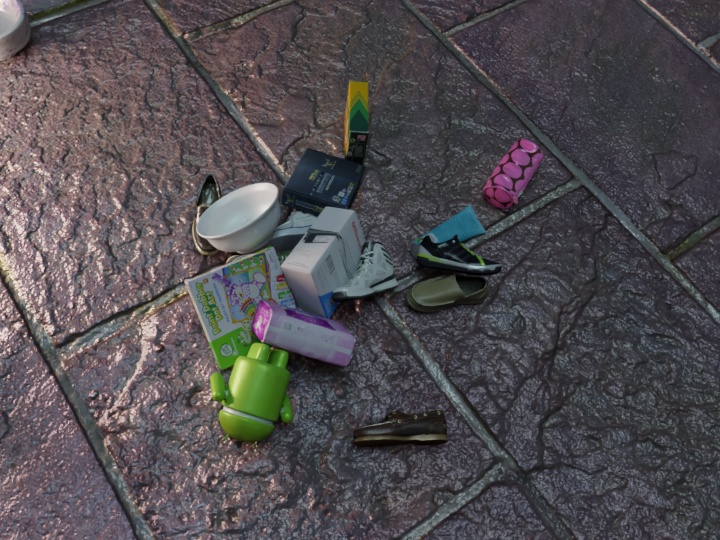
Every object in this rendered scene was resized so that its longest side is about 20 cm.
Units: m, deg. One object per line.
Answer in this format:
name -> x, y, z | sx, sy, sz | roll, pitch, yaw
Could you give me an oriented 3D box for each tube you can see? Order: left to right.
tube -> 0.210, -0.086, 1.750 | 0.199, 0.050, 0.078 | -28, 89, -24

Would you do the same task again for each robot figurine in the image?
robot figurine -> -0.208, 0.246, 1.444 | 0.175, 0.115, 0.201 | 22, 78, -27

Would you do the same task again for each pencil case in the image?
pencil case -> 0.391, -0.244, 1.842 | 0.093, 0.091, 0.201 | 9, 54, 40

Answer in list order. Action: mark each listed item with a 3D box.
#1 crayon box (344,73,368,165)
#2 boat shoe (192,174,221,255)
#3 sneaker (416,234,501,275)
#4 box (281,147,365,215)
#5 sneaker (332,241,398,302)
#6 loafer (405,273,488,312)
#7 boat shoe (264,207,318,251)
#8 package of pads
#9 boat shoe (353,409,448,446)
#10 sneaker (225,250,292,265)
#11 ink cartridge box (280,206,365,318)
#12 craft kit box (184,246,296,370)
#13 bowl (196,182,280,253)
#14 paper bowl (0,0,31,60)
crayon box -> -0.011, -0.383, 1.848 | 0.050, 0.127, 0.201 | 3, 58, -5
boat shoe -> -0.355, -0.132, 1.691 | 0.073, 0.065, 0.201 | -4, 61, -10
sneaker -> 0.221, -0.039, 1.647 | 0.198, 0.072, 0.084 | 9, 86, 9
box -> -0.086, -0.205, 1.744 | 0.157, 0.051, 0.201 | 17, 39, 4
sneaker -> 0.000, 0.000, 1.601 | 0.200, 0.075, 0.116 | -16, 94, -50
loafer -> 0.200, 0.042, 1.660 | 0.198, 0.068, 0.076 | -9, 58, -15
boat shoe -> -0.142, -0.109, 1.701 | 0.201, 0.075, 0.086 | -17, 64, -19
package of pads -> -0.117, 0.128, 1.502 | 0.199, 0.120, 0.076 | 19, 93, -23
boat shoe -> 0.079, 0.319, 1.484 | 0.198, 0.070, 0.071 | 1, 66, -16
sneaker -> -0.201, -0.007, 1.614 | 0.198, 0.090, 0.068 | -2, 95, -5
ink cartridge box -> -0.072, -0.020, 1.599 | 0.084, 0.145, 0.200 | 12, 49, 29
craft kit box -> -0.241, 0.076, 1.537 | 0.196, 0.048, 0.201 | -23, 101, -16
bowl -> -0.254, -0.101, 1.615 | 0.200, 0.091, 0.202 | -18, 33, 12
paper bowl -> -0.951, -0.617, 1.874 | 0.199, 0.105, 0.202 | 3, 60, -5
